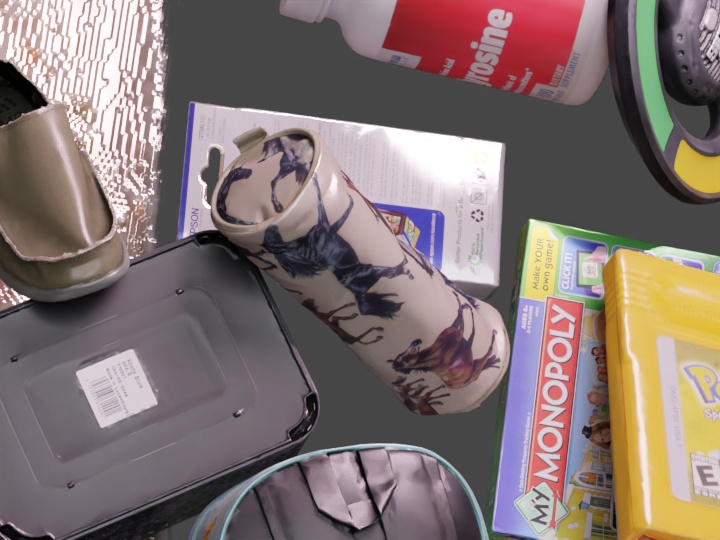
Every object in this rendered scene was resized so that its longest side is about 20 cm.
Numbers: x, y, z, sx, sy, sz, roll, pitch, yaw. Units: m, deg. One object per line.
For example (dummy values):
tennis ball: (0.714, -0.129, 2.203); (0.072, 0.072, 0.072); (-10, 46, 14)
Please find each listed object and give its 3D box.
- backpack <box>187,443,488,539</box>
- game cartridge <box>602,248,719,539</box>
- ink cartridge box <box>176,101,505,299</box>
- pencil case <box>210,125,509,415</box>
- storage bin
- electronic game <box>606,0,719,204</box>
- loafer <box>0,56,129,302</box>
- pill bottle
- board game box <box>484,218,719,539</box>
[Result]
backpack: (-0.008, 0.197, 1.537); (0.175, 0.153, 0.201); (-11, 90, -15)
game cartridge: (0.228, 0.091, 1.627); (0.175, 0.032, 0.201); (14, 52, -19)
ink cartridge box: (-0.012, -0.042, 1.684); (0.199, 0.037, 0.095); (8, 71, -11)
pencil case: (0.000, 0.000, 1.598); (0.078, 0.090, 0.200); (-40, 122, 9)
storage bin: (-0.139, 0.079, 1.587); (0.199, 0.094, 0.136); (-22, 77, -18)
electronic game: (0.206, -0.141, 1.696); (0.041, 0.200, 0.201); (-1, 65, 34)
loafer: (-0.192, -0.055, 1.585); (0.075, 0.070, 0.200); (-22, 43, -16)
pill bottle: (0.056, -0.176, 1.701); (0.199, 0.112, 0.113); (13, 69, -6)
board game box: (0.151, 0.077, 1.679); (0.134, 0.029, 0.201); (11, 70, -8)
